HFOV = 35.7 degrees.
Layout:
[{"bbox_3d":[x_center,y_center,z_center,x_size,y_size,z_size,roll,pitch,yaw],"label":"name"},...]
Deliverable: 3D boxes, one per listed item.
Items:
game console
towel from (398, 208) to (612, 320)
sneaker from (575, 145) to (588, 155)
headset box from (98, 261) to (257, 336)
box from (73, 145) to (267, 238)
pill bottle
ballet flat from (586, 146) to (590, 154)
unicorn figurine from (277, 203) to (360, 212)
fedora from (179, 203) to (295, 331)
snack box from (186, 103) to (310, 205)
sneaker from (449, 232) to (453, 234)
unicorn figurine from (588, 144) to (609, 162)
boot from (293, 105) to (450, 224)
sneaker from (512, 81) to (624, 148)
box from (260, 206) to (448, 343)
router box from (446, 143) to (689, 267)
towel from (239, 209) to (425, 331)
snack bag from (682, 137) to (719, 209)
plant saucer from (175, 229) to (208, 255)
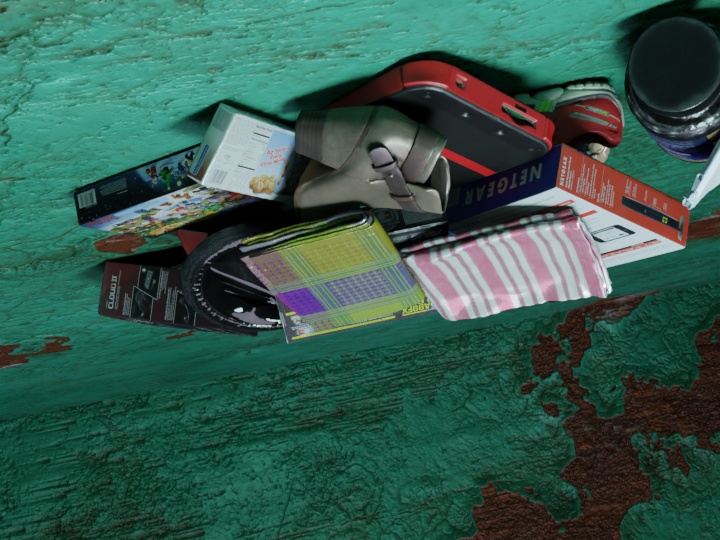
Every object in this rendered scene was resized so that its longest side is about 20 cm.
[{"bbox_3d":[0.070,-0.136,1.084,0.199,0.031,0.176,20,156,-39],"label":"game console"},{"bbox_3d":[0.153,0.001,1.179,0.198,0.030,0.146,-13,145,22],"label":"towel"},{"bbox_3d":[0.162,-0.132,1.260,0.198,0.079,0.076,-3,-145,18],"label":"sneaker"},{"bbox_3d":[-0.250,0.040,1.526,0.198,0.078,0.149,7,174,15],"label":"headset box"},{"bbox_3d":[-0.177,-0.084,1.168,0.198,0.038,0.136,-17,169,22],"label":"box"},{"bbox_3d":[0.314,-0.173,1.067,0.111,0.113,0.200,-16,170,22],"label":"pill bottle"},{"bbox_3d":[0.233,-0.101,1.489,0.199,0.073,0.072,-20,167,39],"label":"ballet flat"},{"bbox_3d":[-0.043,-0.063,1.394,0.136,0.075,0.200,-17,-175,21],"label":"unicorn figurine"},{"bbox_3d":[-0.116,-0.015,1.287,0.198,0.092,0.202,-9,142,-7],"label":"fedora"},{"bbox_3d":[-0.087,-0.106,1.076,0.024,0.072,0.199,31,-169,25],"label":"snack box"},{"bbox_3d":[0.086,-0.067,1.336,0.198,0.079,0.066,8,-175,17],"label":"sneaker"},{"bbox_3d":[0.221,-0.107,1.383,0.198,0.075,0.137,-16,171,8],"label":"unicorn figurine"},{"bbox_3d":[0.013,-0.082,1.066,0.145,0.071,0.201,14,153,9],"label":"boot"},{"bbox_3d":[0.179,-0.139,1.166,0.198,0.086,0.077,-13,169,3],"label":"sneaker"},{"bbox_3d":[0.000,0.000,1.228,0.198,0.045,0.161,-12,143,-1],"label":"box"},{"bbox_3d":[0.215,-0.057,1.194,0.178,0.049,0.199,21,160,-27],"label":"router box"},{"bbox_3d":[-0.023,0.002,1.142,0.142,0.023,0.200,-15,150,15],"label":"towel"},{"bbox_3d":[0.396,-0.161,1.068,0.199,0.021,0.190,-30,151,-42],"label":"snack bag"},{"bbox_3d":[-0.124,-0.009,1.451,0.197,0.037,0.200,8,174,7],"label":"plant saucer"}]
